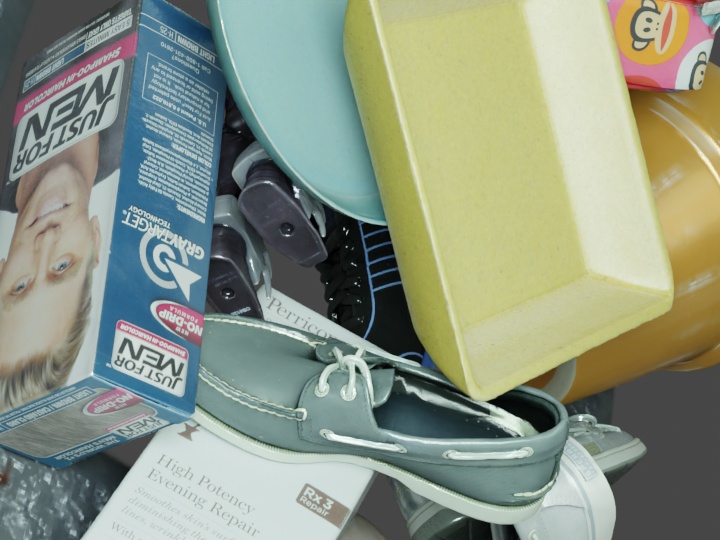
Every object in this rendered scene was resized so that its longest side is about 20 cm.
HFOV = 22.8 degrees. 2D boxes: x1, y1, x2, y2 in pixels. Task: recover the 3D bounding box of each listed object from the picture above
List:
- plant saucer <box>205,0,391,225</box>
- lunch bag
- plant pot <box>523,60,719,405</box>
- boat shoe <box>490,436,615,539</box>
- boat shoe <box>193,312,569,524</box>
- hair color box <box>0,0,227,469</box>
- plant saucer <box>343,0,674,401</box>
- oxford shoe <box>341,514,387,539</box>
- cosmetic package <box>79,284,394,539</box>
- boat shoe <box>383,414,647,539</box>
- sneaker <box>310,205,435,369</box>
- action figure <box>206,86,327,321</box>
[{"bbox_3d":[-0.008,-0.118,0.844,0.199,0.027,0.202,18,67,-48],"label":"plant saucer"},{"bbox_3d":[0.123,-0.155,1.033,0.174,0.200,0.083,9,106,-16],"label":"lunch bag"},{"bbox_3d":[0.141,-0.010,1.083,0.182,0.200,0.202,-29,96,-35],"label":"plant pot"},{"bbox_3d":[0.099,0.175,0.984,0.068,0.201,0.072,-27,56,-20],"label":"boat shoe"},{"bbox_3d":[0.003,0.055,0.827,0.198,0.062,0.073,21,46,-4],"label":"boat shoe"},{"bbox_3d":[-0.121,-0.020,0.835,0.060,0.100,0.202,27,54,-38],"label":"hair color box"},{"bbox_3d":[0.067,-0.054,0.861,0.199,0.048,0.202,-19,95,-51],"label":"plant saucer"},{"bbox_3d":[0.045,0.195,0.940,0.200,0.073,0.072,51,42,-20],"label":"oxford shoe"},{"bbox_3d":[-0.054,0.107,0.848,0.101,0.074,0.201,28,45,4],"label":"cosmetic package"},{"bbox_3d":[0.094,0.115,1.050,0.201,0.075,0.065,-9,60,-44],"label":"boat shoe"},{"bbox_3d":[0.000,0.000,1.001,0.078,0.070,0.202,28,49,-28],"label":"sneaker"},{"bbox_3d":[-0.053,-0.070,0.906,0.069,0.130,0.201,41,31,-33],"label":"action figure"}]
